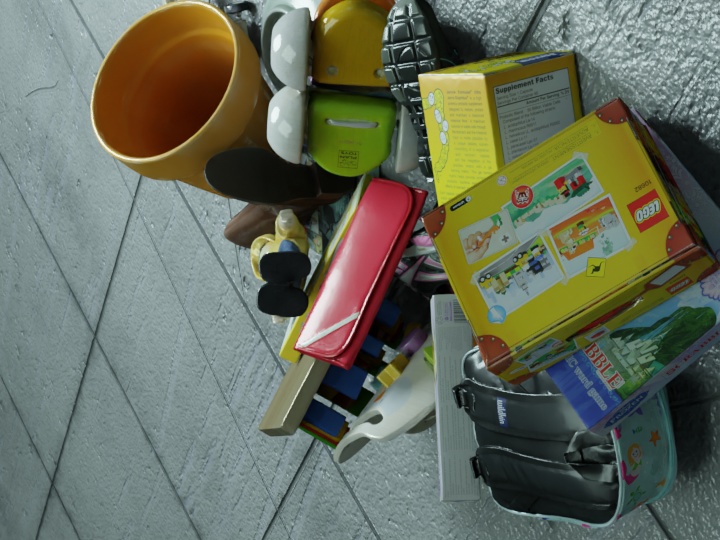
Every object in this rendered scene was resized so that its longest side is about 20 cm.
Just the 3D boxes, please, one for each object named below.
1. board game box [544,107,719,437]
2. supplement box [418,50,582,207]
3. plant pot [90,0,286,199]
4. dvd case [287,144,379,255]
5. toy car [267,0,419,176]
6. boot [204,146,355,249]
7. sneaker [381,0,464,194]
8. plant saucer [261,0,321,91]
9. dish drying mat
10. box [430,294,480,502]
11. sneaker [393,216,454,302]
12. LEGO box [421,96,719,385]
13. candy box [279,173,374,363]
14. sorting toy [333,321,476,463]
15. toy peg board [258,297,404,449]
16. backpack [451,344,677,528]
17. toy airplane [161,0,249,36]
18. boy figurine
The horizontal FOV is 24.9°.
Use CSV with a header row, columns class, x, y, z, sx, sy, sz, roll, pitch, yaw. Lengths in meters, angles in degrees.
class,x,y,z,sx,sy,sz,roll,pitch,yaw
board game box,0.219,0.000,1.384,0.199,0.041,0.201,-42,62,11
supplement box,0.139,-0.095,1.519,0.109,0.108,0.202,10,112,57
plant pot,-0.176,-0.175,1.864,0.200,0.200,0.183,47,-175,37
dvd case,-0.040,-0.084,1.907,0.199,0.022,0.148,30,129,51
toy car,-0.006,-0.202,1.686,0.151,0.173,0.202,-89,3,-57
boot,-0.125,-0.072,1.858,0.200,0.185,0.065,-32,58,57
sneaker,0.079,-0.173,1.588,0.075,0.079,0.202,1,113,47
plant saucer,-0.066,-0.248,1.840,0.200,0.050,0.202,34,132,48
dish drying mat,0.000,0.000,1.670,0.076,0.018,0.202,15,76,39
box,0.092,0.124,1.590,0.039,0.041,0.202,91,176,-80
sneaker,0.064,-0.004,1.727,0.200,0.080,0.087,-2,114,65
LEGO box,0.171,-0.022,1.345,0.199,0.077,0.150,-31,65,16
candy box,-0.034,-0.002,1.796,0.026,0.102,0.201,26,114,-3
sorting toy,0.053,0.132,1.689,0.107,0.180,0.200,51,148,-3
toy peg board,-0.013,0.105,1.772,0.097,0.201,0.199,28,170,-7
backpack,0.202,0.140,1.492,0.199,0.149,0.180,5,110,61
toy airplane,-0.230,-0.279,2.004,0.201,0.140,0.200,56,146,26
boy figurine,-0.087,-0.009,1.797,0.200,0.064,0.126,-119,33,-76
